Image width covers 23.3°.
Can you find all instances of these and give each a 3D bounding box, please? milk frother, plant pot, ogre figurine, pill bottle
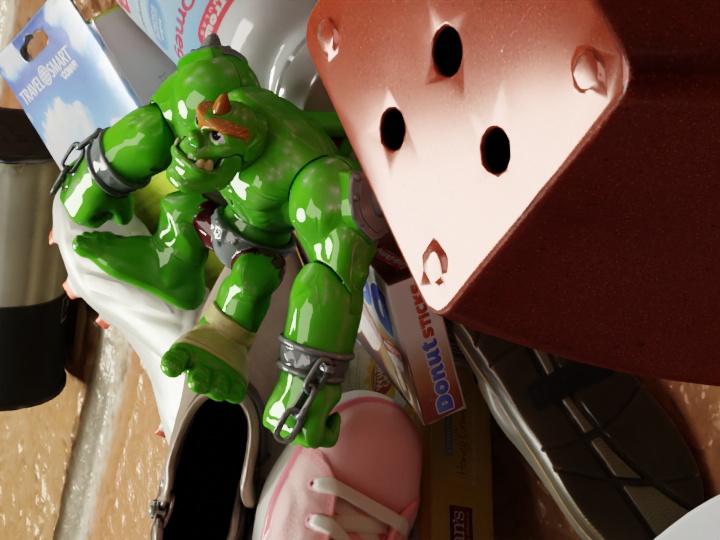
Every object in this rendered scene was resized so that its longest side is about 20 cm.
[{"bbox_3d":[-0.307,-0.018,1.225,0.180,0.199,0.189,37,124,53],"label":"milk frother"},{"bbox_3d":[0.099,-0.078,0.629,0.200,0.176,0.200,-53,52,45],"label":"plant pot"},{"bbox_3d":[-0.057,-0.025,0.782,0.120,0.098,0.200,-60,34,16],"label":"ogre figurine"},{"bbox_3d":[-0.045,-0.131,0.897,0.200,0.108,0.109,46,131,43],"label":"pill bottle"}]

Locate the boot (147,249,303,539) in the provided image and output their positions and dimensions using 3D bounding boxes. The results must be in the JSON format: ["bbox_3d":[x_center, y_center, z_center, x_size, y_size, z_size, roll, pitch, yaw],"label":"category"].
[{"bbox_3d":[-0.061,0.071,0.846,0.146,0.070,0.201,84,-167,-81],"label":"boot"}]

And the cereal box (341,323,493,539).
[{"bbox_3d":[-0.001,0.111,0.899,0.200,0.039,0.144,-34,50,54],"label":"cereal box"}]

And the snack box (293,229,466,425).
[{"bbox_3d":[0.000,0.000,0.841,0.200,0.024,0.072,-131,24,-63],"label":"snack box"}]

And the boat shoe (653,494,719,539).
[{"bbox_3d":[0.144,0.139,0.693,0.200,0.068,0.072,-37,59,27],"label":"boat shoe"}]

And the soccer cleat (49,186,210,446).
[{"bbox_3d":[-0.103,0.026,0.969,0.078,0.069,0.200,-39,74,31],"label":"soccer cleat"}]

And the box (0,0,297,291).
[{"bbox_3d":[-0.127,-0.066,1.020,0.200,0.048,0.122,58,145,-2],"label":"box"}]

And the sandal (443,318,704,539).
[{"bbox_3d":[0.086,0.042,0.774,0.200,0.082,0.055,62,162,19],"label":"sandal"}]

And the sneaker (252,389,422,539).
[{"bbox_3d":[-0.011,0.150,0.749,0.105,0.075,0.201,5,66,63],"label":"sneaker"}]
